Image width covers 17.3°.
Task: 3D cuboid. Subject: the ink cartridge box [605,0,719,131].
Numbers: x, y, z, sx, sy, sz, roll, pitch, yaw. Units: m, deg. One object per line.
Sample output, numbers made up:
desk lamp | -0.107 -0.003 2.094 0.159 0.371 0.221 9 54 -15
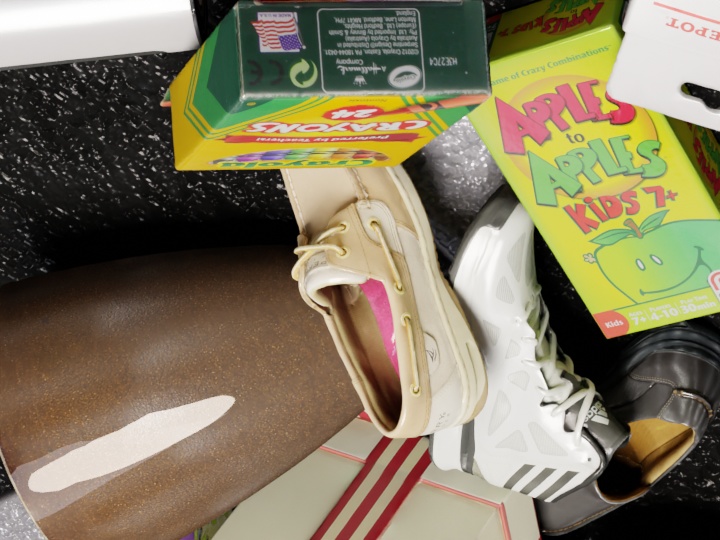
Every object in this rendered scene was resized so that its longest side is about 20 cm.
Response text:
ink cartridge box | 0.200 -0.162 1.141 0.116 0.068 0.200 17 133 2

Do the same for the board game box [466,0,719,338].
board game box | 0.138 -0.057 1.281 0.101 0.048 0.200 -15 126 30

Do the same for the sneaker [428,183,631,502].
sneaker | 0.108 0.048 1.348 0.115 0.076 0.201 20 130 20

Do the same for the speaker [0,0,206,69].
speaker | -0.184 -0.146 1.235 0.199 0.081 0.081 -6 132 2

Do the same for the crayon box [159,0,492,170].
crayon box | -0.023 -0.089 1.208 0.127 0.051 0.200 -2 172 -15

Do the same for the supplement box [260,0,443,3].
supplement box | 0.033 -0.198 1.144 0.199 0.104 0.101 -8 130 27

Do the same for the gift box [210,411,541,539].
gift box | 0.002 0.192 1.475 0.200 0.187 0.185 20 141 27

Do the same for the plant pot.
plant pot | -0.091 0.062 1.400 0.200 0.187 0.187 -20 125 15

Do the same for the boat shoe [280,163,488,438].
boat shoe | 0.000 0.000 1.304 0.074 0.069 0.200 -37 77 48

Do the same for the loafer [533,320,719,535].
loafer | 0.149 0.109 1.420 0.073 0.072 0.200 26 136 -9

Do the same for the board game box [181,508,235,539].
board game box | -0.107 0.205 1.505 0.032 0.200 0.120 0 132 22
